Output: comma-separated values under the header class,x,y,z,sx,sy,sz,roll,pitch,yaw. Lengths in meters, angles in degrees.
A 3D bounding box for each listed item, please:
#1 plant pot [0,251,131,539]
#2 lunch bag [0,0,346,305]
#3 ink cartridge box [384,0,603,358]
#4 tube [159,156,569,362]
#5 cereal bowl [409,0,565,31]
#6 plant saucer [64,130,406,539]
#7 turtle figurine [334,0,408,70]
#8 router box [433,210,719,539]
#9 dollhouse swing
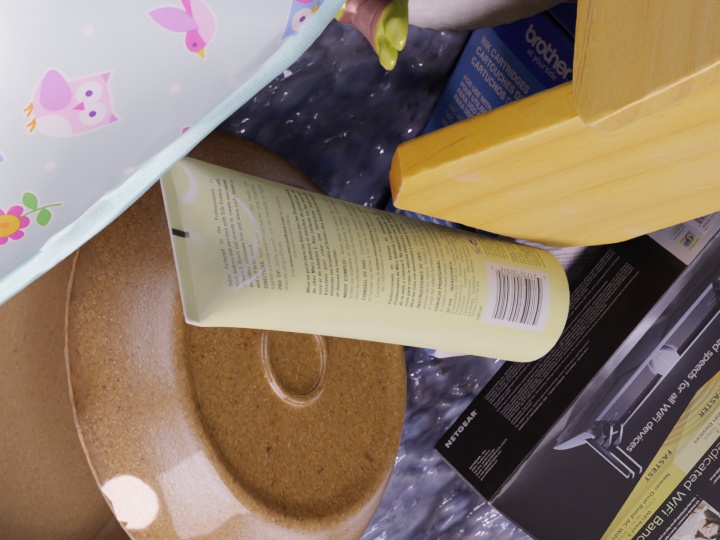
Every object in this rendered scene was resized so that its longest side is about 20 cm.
class,x,y,z,sx,sy,sz,roll,pitch,yaw
plant pot,-0.122,0.035,0.984,0.200,0.027,0.202,0,90,-61
lunch bag,-0.109,-0.111,0.793,0.199,0.122,0.170,-36,126,17
ink cartridge box,0.103,-0.062,1.129,0.136,0.076,0.201,-4,134,-42
tube,0.000,0.000,1.015,0.199,0.058,0.052,11,104,-41
cereal bowl,0.068,-0.174,0.971,0.199,0.083,0.201,-24,141,-21
plant saucer,-0.039,0.037,1.025,0.035,0.202,0.199,-12,164,39
turtle figurine,-0.058,-0.121,0.908,0.160,0.065,0.201,11,113,-9
router box,0.151,0.053,1.143,0.200,0.052,0.157,-49,132,1
dollhouse swing,0.122,-0.108,0.992,0.199,0.175,0.183,11,81,-52
